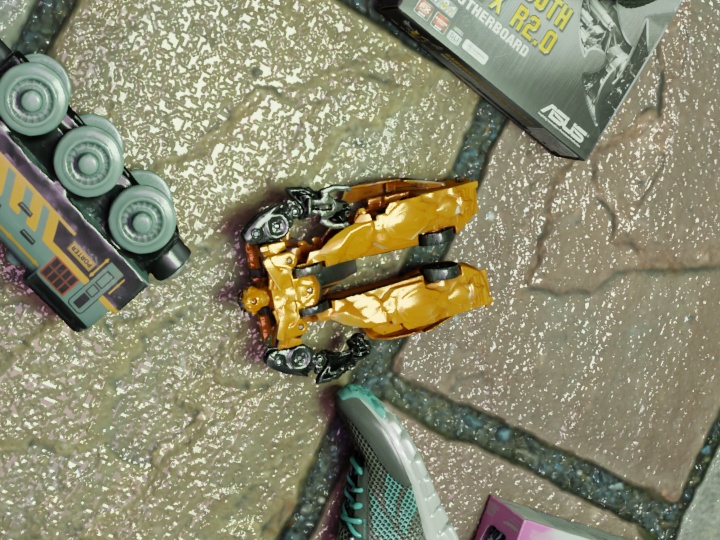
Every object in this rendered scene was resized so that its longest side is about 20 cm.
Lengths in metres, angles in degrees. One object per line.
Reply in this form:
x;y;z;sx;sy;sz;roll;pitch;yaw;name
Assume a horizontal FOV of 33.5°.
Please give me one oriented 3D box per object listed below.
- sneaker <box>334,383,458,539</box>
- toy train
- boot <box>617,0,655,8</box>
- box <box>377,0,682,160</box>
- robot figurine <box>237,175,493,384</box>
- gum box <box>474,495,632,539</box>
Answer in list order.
0.015;0.186;0.926;0.090;0.078;0.203;-27;106;-10;sneaker
-0.206;-0.055;0.801;0.114;0.085;0.200;-41;110;1;toy train
0.227;-0.280;0.900;0.199;0.067;0.132;-28;91;-41;boot
0.134;-0.206;0.917;0.199;0.048;0.160;35;86;-22;box
0.000;0.000;0.896;0.197;0.058;0.148;-13;103;-19;robot figurine
0.174;0.273;1.000;0.197;0.066;0.115;21;90;-22;gum box
